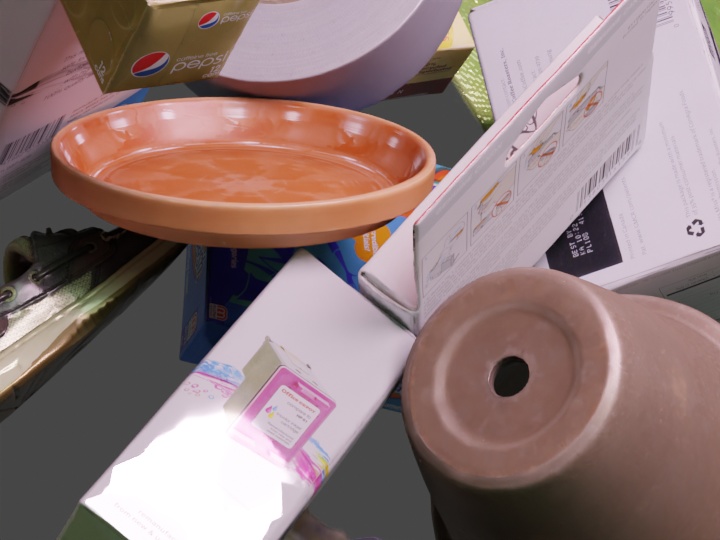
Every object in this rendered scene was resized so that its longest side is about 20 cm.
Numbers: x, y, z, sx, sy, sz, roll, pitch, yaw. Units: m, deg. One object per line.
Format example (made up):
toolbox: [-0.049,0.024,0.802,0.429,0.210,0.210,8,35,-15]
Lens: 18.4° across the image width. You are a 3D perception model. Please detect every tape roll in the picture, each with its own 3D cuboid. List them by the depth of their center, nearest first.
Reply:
tape roll: [-0.038,-0.188,1.283,0.198,0.066,0.202,-3,70,10]

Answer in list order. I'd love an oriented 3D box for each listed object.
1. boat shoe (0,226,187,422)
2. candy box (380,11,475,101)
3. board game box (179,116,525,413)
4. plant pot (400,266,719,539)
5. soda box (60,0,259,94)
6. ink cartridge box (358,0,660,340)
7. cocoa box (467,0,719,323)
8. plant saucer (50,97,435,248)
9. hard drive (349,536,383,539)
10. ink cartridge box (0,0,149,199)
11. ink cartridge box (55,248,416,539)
boat shoe: [-0.159,0.009,1.151,0.066,0.072,0.201,46,53,0]
candy box: [-0.023,-0.199,1.377,0.115,0.055,0.201,-9,63,-33]
board game box: [0.000,0.000,1.260,0.199,0.045,0.153,14,52,-20]
plant pot: [0.105,0.082,1.102,0.175,0.199,0.202,46,29,-54]
soda box: [-0.120,-0.184,1.041,0.064,0.068,0.201,-12,63,-33]
ink cartridge box: [0.075,-0.054,1.123,0.043,0.174,0.200,35,68,21]
cocoa box: [0.159,-0.062,1.296,0.131,0.132,0.201,46,28,-60]
plant saucer: [-0.061,-0.050,1.153,0.198,0.033,0.200,2,19,-1]
hard drive: [0.033,0.221,0.996,0.134,0.042,0.201,21,52,-12]
ink cartridge box: [-0.161,-0.135,1.163,0.084,0.200,0.144,47,49,9]
ink cartridge box: [-0.071,0.105,1.083,0.084,0.145,0.200,39,49,3]
